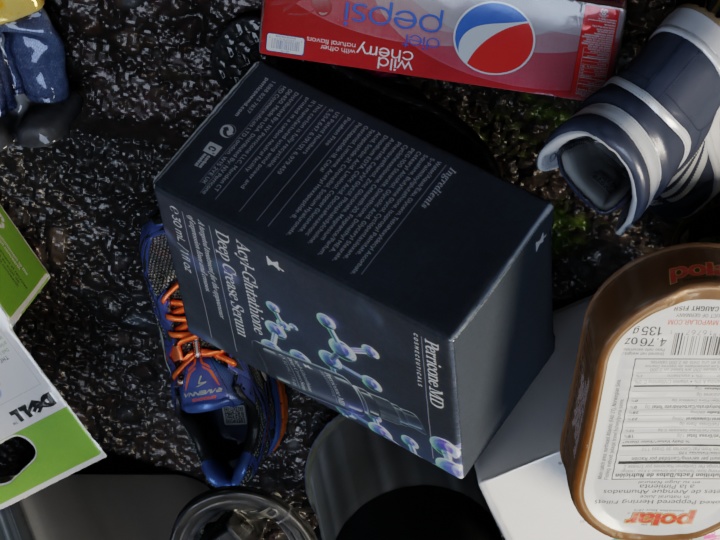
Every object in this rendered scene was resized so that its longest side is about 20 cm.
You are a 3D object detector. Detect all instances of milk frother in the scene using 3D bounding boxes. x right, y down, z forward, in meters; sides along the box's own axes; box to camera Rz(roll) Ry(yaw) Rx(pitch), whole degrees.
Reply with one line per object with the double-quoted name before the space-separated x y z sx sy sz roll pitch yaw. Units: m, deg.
"milk frother" -0.013 0.152 1.359 0.180 0.188 0.200 -28 115 5

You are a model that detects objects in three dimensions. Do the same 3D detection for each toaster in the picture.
"toaster" -0.187 0.236 1.472 0.199 0.119 0.181 3 130 -33

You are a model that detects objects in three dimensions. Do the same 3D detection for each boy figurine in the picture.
"boy figurine" -0.215 -0.167 1.281 0.124 0.065 0.201 -4 125 14

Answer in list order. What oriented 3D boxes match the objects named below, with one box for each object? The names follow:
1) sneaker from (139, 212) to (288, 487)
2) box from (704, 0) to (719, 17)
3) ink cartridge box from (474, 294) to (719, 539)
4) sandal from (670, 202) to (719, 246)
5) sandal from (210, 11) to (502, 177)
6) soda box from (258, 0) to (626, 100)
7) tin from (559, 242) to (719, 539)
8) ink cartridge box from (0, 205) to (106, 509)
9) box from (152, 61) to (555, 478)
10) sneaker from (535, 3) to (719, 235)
"sneaker" -0.090 0.051 1.393 0.075 0.079 0.201 -10 121 14
"box" 0.286 -0.163 1.166 0.159 0.050 0.200 18 154 -6
"ink cartridge box" 0.164 0.137 1.359 0.145 0.147 0.201 -23 118 7
"sandal" 0.200 -0.010 1.260 0.081 0.200 0.055 -26 84 21
"sandal" 0.005 -0.089 1.317 0.200 0.045 0.075 35 116 3
"soda box" 0.047 -0.148 1.250 0.199 0.070 0.064 9 123 2
"tin" 0.168 0.071 1.193 0.111 0.042 0.201 3 132 -2
"ink cartridge box" -0.259 0.049 1.403 0.147 0.076 0.200 -27 107 23
"box" 0.000 0.000 1.262 0.199 0.107 0.149 26 151 22
"sneaker" 0.150 -0.058 1.228 0.070 0.109 0.200 38 163 16
